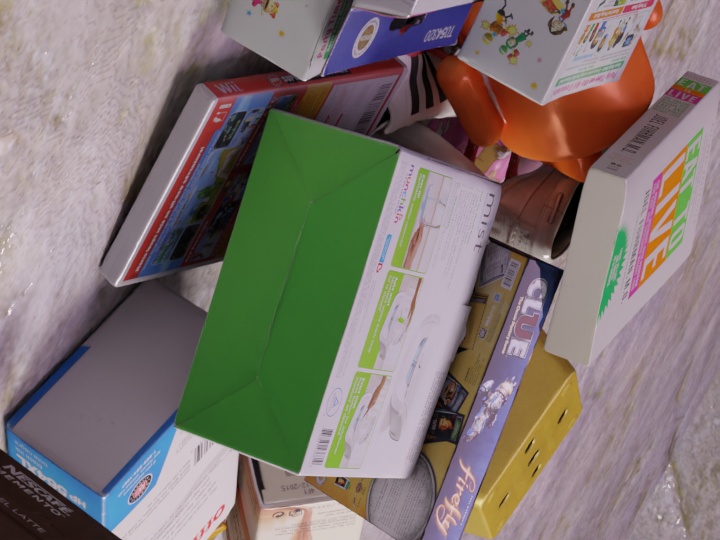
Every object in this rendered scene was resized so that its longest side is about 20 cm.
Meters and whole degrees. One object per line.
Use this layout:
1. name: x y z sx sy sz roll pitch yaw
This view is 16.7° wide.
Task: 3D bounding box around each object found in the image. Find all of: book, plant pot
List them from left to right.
1. plant pot: 0.071 0.104 1.993 0.201 0.176 0.200 -54 164 -11
2. book: 0.180 -0.040 1.613 0.200 0.048 0.135 -42 148 -56

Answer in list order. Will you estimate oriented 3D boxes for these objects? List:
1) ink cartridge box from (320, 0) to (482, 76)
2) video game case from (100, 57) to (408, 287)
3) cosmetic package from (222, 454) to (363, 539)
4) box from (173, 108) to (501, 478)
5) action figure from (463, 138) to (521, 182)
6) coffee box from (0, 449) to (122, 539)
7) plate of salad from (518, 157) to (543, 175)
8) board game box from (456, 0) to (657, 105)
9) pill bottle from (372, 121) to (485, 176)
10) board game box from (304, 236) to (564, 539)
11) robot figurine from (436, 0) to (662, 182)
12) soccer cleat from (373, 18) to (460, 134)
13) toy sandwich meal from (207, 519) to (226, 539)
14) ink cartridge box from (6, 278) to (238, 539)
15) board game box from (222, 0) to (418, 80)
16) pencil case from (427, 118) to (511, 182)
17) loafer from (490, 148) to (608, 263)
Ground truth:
1. ink cartridge box: 0.070 -0.200 1.396 0.196 0.043 0.201 -24 141 -62
2. video game case: -0.062 -0.063 1.500 0.199 0.017 0.144 -15 142 -54
3. cosmetic package: -0.053 0.187 1.881 0.086 0.104 0.201 -7 144 -12
4. box: -0.008 0.019 1.500 0.176 0.096 0.202 10 98 -67
5. action figure: 0.128 -0.157 1.725 0.099 0.065 0.202 -173 -81 -75
6. coffee box: -0.238 0.213 1.413 0.201 0.114 0.080 -60 163 12
7. plate of salad: 0.138 -0.099 1.869 0.200 0.048 0.201 -45 -155 27
8. board game box: 0.147 -0.204 1.431 0.147 0.064 0.201 -22 139 -65
9. pill bottle: 0.000 0.000 1.703 0.200 0.112 0.112 -52 163 -10
10. board game box: 0.046 0.071 1.602 0.034 0.135 0.201 18 96 -38
11. robot figurine: 0.125 -0.154 1.609 0.117 0.143 0.201 -89 159 -49
12. soccer cleat: 0.027 -0.126 1.643 0.085 0.068 0.200 -54 160 5
13. toy sandwich meal: -0.140 0.236 1.812 0.205 0.070 0.206 -50 162 -22
14. ink cartridge box: -0.148 0.126 1.560 0.146 0.084 0.201 -48 161 -32
15. board game box: 0.016 -0.211 1.425 0.200 0.064 0.148 -35 152 -55
16. pencil case: 0.074 -0.086 1.815 0.201 0.082 0.087 -58 166 -1
17. loafer: 0.156 -0.055 1.713 0.200 0.069 0.070 -38 138 -42
